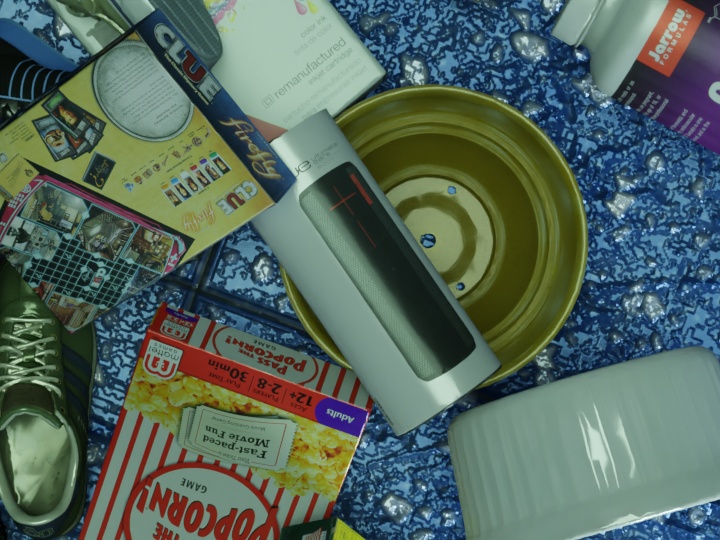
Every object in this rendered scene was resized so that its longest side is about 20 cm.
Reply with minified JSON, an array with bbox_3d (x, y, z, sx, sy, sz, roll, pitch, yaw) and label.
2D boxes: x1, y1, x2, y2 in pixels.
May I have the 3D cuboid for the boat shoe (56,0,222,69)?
[{"bbox_3d":[-0.169,-0.192,1.546,0.200,0.072,0.062,49,116,4],"label":"boat shoe"}]

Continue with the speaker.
[{"bbox_3d":[0.000,0.000,1.532,0.081,0.081,0.200,-34,90,0],"label":"speaker"}]

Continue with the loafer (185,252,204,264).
[{"bbox_3d":[-0.196,-0.044,1.620,0.200,0.070,0.068,15,62,15],"label":"loafer"}]

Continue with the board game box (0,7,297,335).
[{"bbox_3d":[-0.153,-0.057,1.516,0.200,0.035,0.136,-30,104,37],"label":"board game box"}]

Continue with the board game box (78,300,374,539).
[{"bbox_3d":[-0.091,0.137,1.593,0.151,0.046,0.200,20,116,0],"label":"board game box"}]

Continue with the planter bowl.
[{"bbox_3d":[0.046,-0.019,1.613,0.200,0.083,0.201,0,90,-1],"label":"planter bowl"}]

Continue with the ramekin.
[{"bbox_3d":[0.152,0.117,1.563,0.200,0.200,0.098,-16,82,0],"label":"ramekin"}]

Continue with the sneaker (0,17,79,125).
[{"bbox_3d":[-0.199,-0.098,1.574,0.200,0.070,0.078,25,50,35],"label":"sneaker"}]

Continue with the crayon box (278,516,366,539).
[{"bbox_3d":[0.014,0.261,1.569,0.051,0.200,0.127,-16,47,35],"label":"crayon box"}]

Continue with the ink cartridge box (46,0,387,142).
[{"bbox_3d":[-0.100,-0.159,1.612,0.146,0.083,0.200,-40,91,1],"label":"ink cartridge box"}]

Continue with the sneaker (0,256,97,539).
[{"bbox_3d":[-0.210,0.080,1.609,0.067,0.090,0.200,-3,90,1],"label":"sneaker"}]

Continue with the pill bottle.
[{"bbox_3d":[0.229,-0.141,1.600,0.200,0.112,0.113,28,90,-1],"label":"pill bottle"}]

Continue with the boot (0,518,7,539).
[{"bbox_3d":[-0.291,0.247,1.623,0.162,0.073,0.198,-23,92,-6],"label":"boot"}]

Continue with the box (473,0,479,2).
[{"bbox_3d":[0.093,-0.288,1.584,0.117,0.060,0.200,34,106,-20],"label":"box"}]
